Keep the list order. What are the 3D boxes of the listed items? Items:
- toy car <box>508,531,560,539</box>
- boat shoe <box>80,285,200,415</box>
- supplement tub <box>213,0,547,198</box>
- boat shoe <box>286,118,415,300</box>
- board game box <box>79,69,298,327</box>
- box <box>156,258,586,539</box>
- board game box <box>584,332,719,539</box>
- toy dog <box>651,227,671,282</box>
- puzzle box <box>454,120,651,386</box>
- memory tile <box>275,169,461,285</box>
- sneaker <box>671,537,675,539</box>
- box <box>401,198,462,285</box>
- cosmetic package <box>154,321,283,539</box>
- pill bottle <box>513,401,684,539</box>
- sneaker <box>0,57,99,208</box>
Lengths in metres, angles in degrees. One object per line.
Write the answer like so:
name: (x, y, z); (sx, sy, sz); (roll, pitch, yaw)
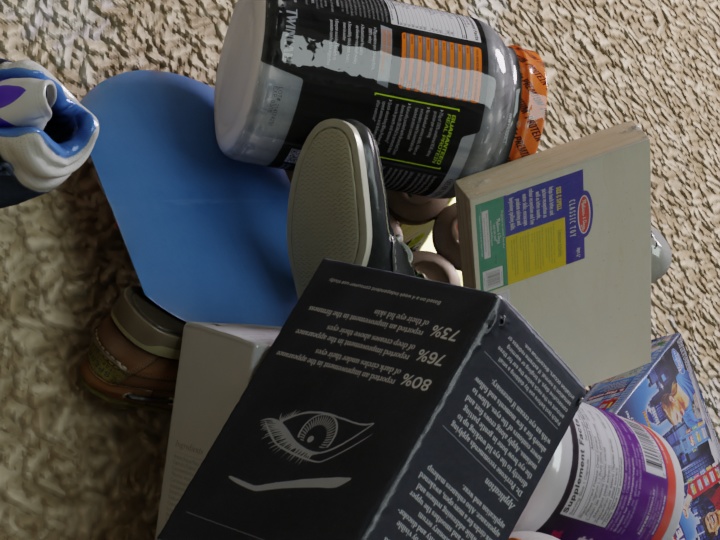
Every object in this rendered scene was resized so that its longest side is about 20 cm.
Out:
toy car: (0.131, 0.224, 1.253); (0.200, 0.177, 0.185); (48, 52, -20)
boat shoe: (-0.094, 0.063, 1.288); (0.200, 0.068, 0.072); (20, 24, -43)
supplement tub: (0.013, -0.115, 1.319); (0.199, 0.123, 0.123); (11, 61, -17)
boat shoe: (0.000, 0.000, 1.273); (0.067, 0.072, 0.201); (-20, 110, -43)
board game box: (-0.109, -0.035, 1.305); (0.158, 0.039, 0.201); (-3, 62, -45)
box: (0.006, 0.109, 1.130); (0.104, 0.148, 0.200); (45, 69, -39)
board game box: (0.228, 0.172, 1.655); (0.200, 0.062, 0.201); (-18, 88, -53)
toy dog: (0.123, 0.024, 1.478); (0.200, 0.132, 0.096); (-52, 147, -2)
puzzle box: (0.133, 0.003, 1.360); (0.025, 0.133, 0.201); (-124, -159, -47)
memory tile: (-0.013, -0.038, 1.367); (0.200, 0.017, 0.153); (41, 69, 4)
sneaker: (0.186, 0.237, 1.464); (0.076, 0.200, 0.081); (-31, 102, -23)
box: (0.049, -0.004, 1.491); (0.050, 0.075, 0.200); (47, 39, -11)
cosmetic package: (-0.062, 0.136, 1.219); (0.101, 0.074, 0.201); (3, 97, -44)
pill bottle: (0.118, 0.136, 1.358); (0.200, 0.111, 0.112); (22, 57, -43)
sneaker: (-0.238, -0.092, 1.102); (0.200, 0.146, 0.081); (24, 56, -45)
